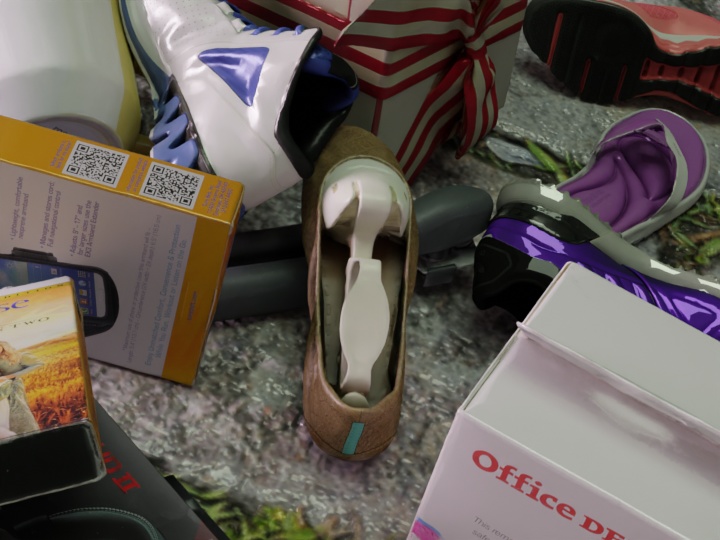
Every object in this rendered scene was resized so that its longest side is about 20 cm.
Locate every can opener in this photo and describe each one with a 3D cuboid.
[{"bbox_3d":[-0.014,-0.018,0.895,0.199,0.067,0.053,-9,47,-28],"label":"can opener"}]

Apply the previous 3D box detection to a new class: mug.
[{"bbox_3d":[-0.179,-0.120,0.897,0.186,0.150,0.153,-9,55,-19],"label":"mug"}]

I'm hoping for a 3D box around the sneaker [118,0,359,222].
[{"bbox_3d":[-0.063,-0.113,0.875,0.115,0.081,0.200,-22,57,10],"label":"sneaker"}]

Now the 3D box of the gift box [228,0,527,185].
[{"bbox_3d":[0.001,-0.164,0.985,0.186,0.185,0.200,29,44,25],"label":"gift box"}]

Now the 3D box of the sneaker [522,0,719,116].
[{"bbox_3d":[0.211,-0.167,1.157,0.199,0.074,0.087,13,27,-12],"label":"sneaker"}]

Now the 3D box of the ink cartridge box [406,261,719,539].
[{"bbox_3d":[0.104,0.108,0.697,0.128,0.200,0.125,29,42,12],"label":"ink cartridge box"}]

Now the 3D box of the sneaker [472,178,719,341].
[{"bbox_3d":[0.150,0.038,0.902,0.200,0.070,0.100,30,62,-1],"label":"sneaker"}]

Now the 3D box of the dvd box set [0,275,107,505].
[{"bbox_3d":[-0.191,0.058,0.681,0.146,0.029,0.200,-12,19,-8],"label":"dvd box set"}]

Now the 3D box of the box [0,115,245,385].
[{"bbox_3d":[-0.168,-0.017,0.798,0.199,0.119,0.042,17,40,-2],"label":"box"}]

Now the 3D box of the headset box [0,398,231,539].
[{"bbox_3d":[-0.146,0.148,0.657,0.200,0.077,0.149,-24,55,-36],"label":"headset box"}]

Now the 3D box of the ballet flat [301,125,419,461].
[{"bbox_3d":[0.000,0.000,0.823,0.068,0.072,0.201,7,66,-6],"label":"ballet flat"}]

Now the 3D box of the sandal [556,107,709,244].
[{"bbox_3d":[0.187,-0.067,1.037,0.082,0.050,0.203,31,42,14],"label":"sandal"}]
